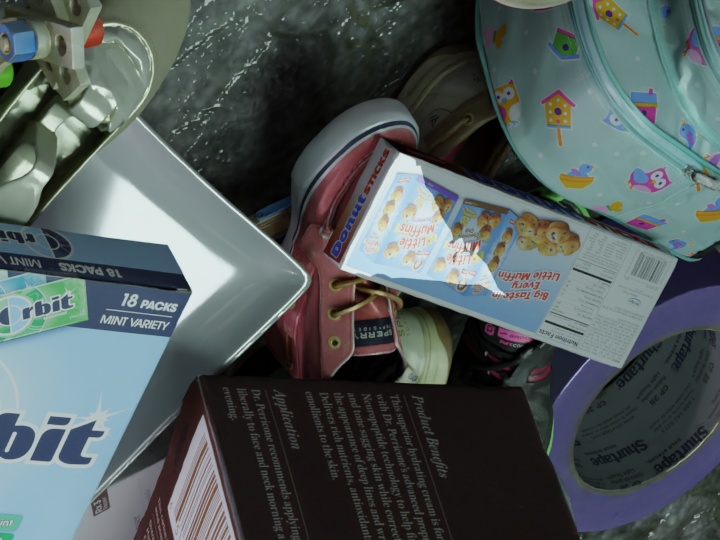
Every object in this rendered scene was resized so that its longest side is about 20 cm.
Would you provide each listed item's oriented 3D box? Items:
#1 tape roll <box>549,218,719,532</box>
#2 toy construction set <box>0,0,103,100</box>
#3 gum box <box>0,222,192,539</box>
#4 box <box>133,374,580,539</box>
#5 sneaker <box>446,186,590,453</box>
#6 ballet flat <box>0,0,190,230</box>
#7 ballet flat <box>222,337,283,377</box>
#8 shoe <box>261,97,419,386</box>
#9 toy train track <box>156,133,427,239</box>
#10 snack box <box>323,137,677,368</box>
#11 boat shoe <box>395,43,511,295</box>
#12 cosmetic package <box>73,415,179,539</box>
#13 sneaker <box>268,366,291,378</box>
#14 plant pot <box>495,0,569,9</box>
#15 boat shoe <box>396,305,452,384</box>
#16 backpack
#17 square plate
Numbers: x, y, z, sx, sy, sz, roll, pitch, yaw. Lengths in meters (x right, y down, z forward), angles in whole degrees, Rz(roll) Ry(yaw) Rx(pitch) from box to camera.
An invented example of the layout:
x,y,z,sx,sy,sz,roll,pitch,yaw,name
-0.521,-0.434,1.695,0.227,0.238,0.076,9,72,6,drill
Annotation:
x,y,z,sx,sy,sz,roll,pitch,yaw,name
0.167,0.066,1.885,0.200,0.085,0.200,-23,138,-22,tape roll
-0.225,-0.102,1.406,0.199,0.092,0.131,-3,128,-24,toy construction set
-0.201,0.067,1.487,0.170,0.045,0.200,7,125,-32,gum box
-0.003,0.172,1.594,0.199,0.166,0.164,4,132,-21,box
0.086,0.046,1.760,0.084,0.077,0.201,8,92,-75,sneaker
-0.153,-0.071,1.475,0.200,0.069,0.069,-49,141,5,ballet flat
-0.085,0.124,1.771,0.066,0.057,0.200,10,115,-23,ballet flat
0.000,0.000,1.609,0.071,0.091,0.200,-11,146,-29,shoe
-0.058,-0.034,1.635,0.200,0.033,0.115,-25,151,-4,toy train track
0.079,-0.007,1.591,0.200,0.024,0.072,20,104,-32,snack box
0.028,-0.032,1.689,0.074,0.069,0.200,7,121,-43,boat shoe
-0.191,0.145,1.659,0.200,0.081,0.113,-30,146,-16,cosmetic package
-0.016,0.151,1.735,0.073,0.071,0.200,-22,123,-5,sneaker
0.057,-0.229,1.443,0.200,0.179,0.200,-23,139,-22,plant pot
-0.002,0.111,1.805,0.063,0.073,0.200,3,113,-31,boat shoe
0.164,-0.115,1.633,0.200,0.176,0.153,16,147,-38,backpack
-0.161,0.009,1.555,0.198,0.028,0.200,-44,115,4,square plate
